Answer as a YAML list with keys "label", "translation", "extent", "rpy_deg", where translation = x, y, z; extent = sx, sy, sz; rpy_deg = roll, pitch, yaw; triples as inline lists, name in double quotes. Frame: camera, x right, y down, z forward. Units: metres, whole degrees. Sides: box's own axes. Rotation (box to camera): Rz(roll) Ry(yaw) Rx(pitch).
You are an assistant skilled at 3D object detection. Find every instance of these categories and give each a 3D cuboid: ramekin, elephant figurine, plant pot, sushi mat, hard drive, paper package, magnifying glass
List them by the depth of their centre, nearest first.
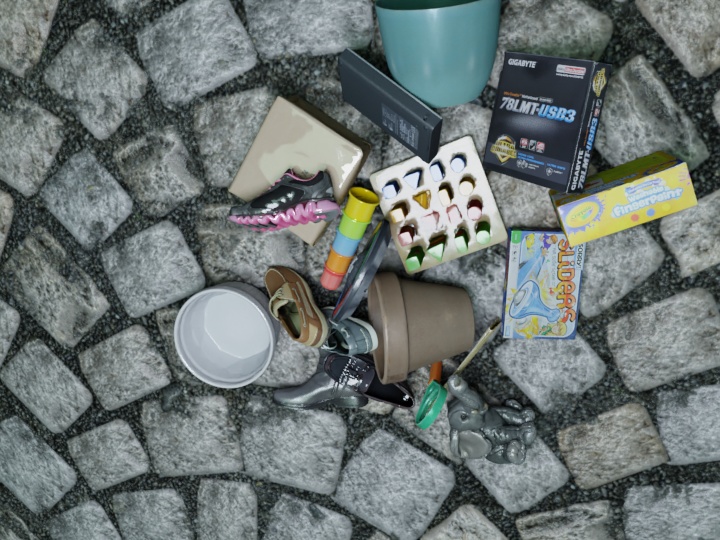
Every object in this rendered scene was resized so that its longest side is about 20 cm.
- label: "plant pot"
  translation: [0.130, -0.359, 1.131]
  extent: [0.198, 0.201, 0.162]
  rpy_deg: [-3, 121, 11]
- label: "hard drive"
  translation: [0.048, -0.272, 1.174]
  extent: [0.200, 0.140, 0.033]
  rpy_deg: [39, 81, 11]
- label: "paper package"
  translation: [-0.107, -0.183, 1.264]
  extent: [0.190, 0.104, 0.201]
  rpy_deg: [33, 109, 0]
- label: "plant pot"
  translation: [0.111, 0.097, 1.270]
  extent: [0.173, 0.200, 0.202]
  rpy_deg: [-4, 105, -6]
- label: "magnifying glass"
  translation: [0.132, 0.218, 1.279]
  extent: [0.022, 0.200, 0.080]
  rpy_deg: [33, 112, -1]
- label: "elephant figurine"
  translation: [0.214, 0.279, 1.311]
  extent: [0.198, 0.141, 0.157]
  rpy_deg: [20, 93, -11]
- label: "sushi mat"
  translation: [0.194, 0.175, 1.313]
  extent: [0.012, 0.096, 0.201]
  rpy_deg: [39, 108, 13]
- label: "ramekin"
  translation: [-0.252, 0.117, 1.371]
  extent: [0.198, 0.105, 0.202]
  rpy_deg: [2, 105, 9]

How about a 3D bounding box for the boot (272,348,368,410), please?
- label: "boot"
  translation: [-0.079, 0.202, 1.389]
  extent: [0.198, 0.070, 0.133]
  rpy_deg: [-3, 102, -2]

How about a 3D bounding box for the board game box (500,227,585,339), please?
- label: "board game box"
  translation: [0.328, 0.024, 1.269]
  extent: [0.134, 0.034, 0.202]
  rpy_deg: [1, 105, 1]

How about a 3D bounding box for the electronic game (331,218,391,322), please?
- label: "electronic game"
  translation: [0.000, 0.000, 1.243]
  extent: [0.041, 0.200, 0.201]
  rpy_deg: [28, 108, -4]

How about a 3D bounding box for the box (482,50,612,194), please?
- label: "box"
  translation: [0.295, -0.244, 1.138]
  extent: [0.049, 0.200, 0.201]
  rpy_deg: [-5, 112, -33]

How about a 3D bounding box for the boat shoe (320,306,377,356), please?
- label: "boat shoe"
  translation: [-0.050, 0.116, 1.302]
  extent: [0.199, 0.061, 0.074]
  rpy_deg: [12, 118, 53]

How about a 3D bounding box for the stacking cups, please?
- label: "stacking cups"
  translation: [-0.023, -0.051, 1.295]
  extent: [0.060, 0.061, 0.201]
  rpy_deg: [22, 118, 4]

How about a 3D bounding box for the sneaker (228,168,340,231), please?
- label: "sneaker"
  translation: [-0.133, -0.124, 1.204]
  extent: [0.198, 0.079, 0.096]
  rpy_deg: [-8, 82, 12]

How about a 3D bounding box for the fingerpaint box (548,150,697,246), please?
- label: "fingerpaint box"
  translation: [0.422, -0.119, 1.153]
  extent: [0.198, 0.167, 0.074]
  rpy_deg: [-20, 101, 14]

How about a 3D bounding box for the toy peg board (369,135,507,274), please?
- label: "toy peg board"
  translation: [0.136, -0.106, 1.244]
  extent: [0.198, 0.098, 0.201]
  rpy_deg: [-20, 101, 14]

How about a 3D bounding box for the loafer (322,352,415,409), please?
- label: "loafer"
  translation: [0.023, 0.209, 1.334]
  extent: [0.199, 0.063, 0.072]
  rpy_deg: [28, 90, -23]

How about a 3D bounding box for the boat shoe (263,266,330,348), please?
- label: "boat shoe"
  translation: [-0.130, 0.062, 1.302]
  extent: [0.200, 0.073, 0.076]
  rpy_deg: [48, 116, 37]
